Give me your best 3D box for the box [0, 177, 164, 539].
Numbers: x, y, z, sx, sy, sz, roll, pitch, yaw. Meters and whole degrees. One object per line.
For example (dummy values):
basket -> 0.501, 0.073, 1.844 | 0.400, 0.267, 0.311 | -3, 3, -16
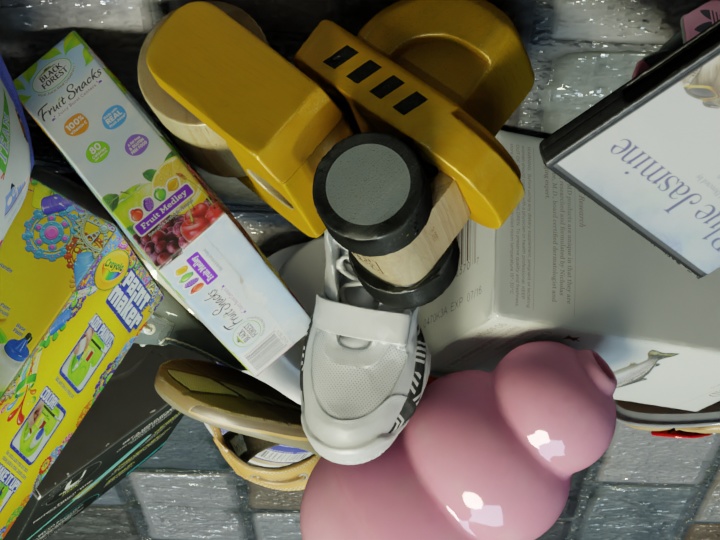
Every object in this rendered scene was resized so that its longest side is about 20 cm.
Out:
box -> -0.250, 0.026, 1.485 | 0.200, 0.193, 0.122 | 30, 169, 18

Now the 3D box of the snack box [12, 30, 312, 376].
snack box -> -0.106, -0.033, 1.500 | 0.053, 0.142, 0.200 | -41, 158, -3

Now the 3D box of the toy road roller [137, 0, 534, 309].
toy road roller -> 0.000, -0.088, 1.402 | 0.200, 0.146, 0.123 | 36, 172, 20

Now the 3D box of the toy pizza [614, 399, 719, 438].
toy pizza -> 0.270, 0.088, 1.851 | 0.200, 0.032, 0.200 | -10, -172, 1

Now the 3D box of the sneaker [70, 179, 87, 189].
sneaker -> -0.223, -0.006, 1.668 | 0.199, 0.088, 0.075 | -2, 159, 5

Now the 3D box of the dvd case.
dvd case -> 0.206, -0.079, 1.341 | 0.200, 0.018, 0.143 | -34, 137, 25

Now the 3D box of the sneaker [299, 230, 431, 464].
sneaker -> 0.000, 0.000, 1.504 | 0.075, 0.200, 0.115 | 8, 158, 18

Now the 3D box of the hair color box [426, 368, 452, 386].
hair color box -> 0.074, 0.082, 1.708 | 0.101, 0.061, 0.200 | 17, -169, 5

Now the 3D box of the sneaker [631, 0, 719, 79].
sneaker -> 0.169, -0.088, 1.418 | 0.082, 0.070, 0.200 | 1, 154, -17

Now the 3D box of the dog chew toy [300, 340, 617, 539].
dog chew toy -> 0.062, 0.115, 1.550 | 0.200, 0.125, 0.124 | -39, 147, 14

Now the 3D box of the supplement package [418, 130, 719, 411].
supplement package -> 0.143, 0.004, 1.615 | 0.199, 0.118, 0.117 | 9, 159, -22

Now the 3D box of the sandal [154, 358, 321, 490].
sandal -> -0.047, 0.106, 1.639 | 0.200, 0.054, 0.080 | 25, -174, -47

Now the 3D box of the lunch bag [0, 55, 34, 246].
lunch bag -> -0.242, -0.047, 1.318 | 0.124, 0.170, 0.200 | -4, 134, 25

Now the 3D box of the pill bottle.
pill bottle -> -0.033, 0.049, 1.761 | 0.119, 0.120, 0.200 | 7, 160, -14

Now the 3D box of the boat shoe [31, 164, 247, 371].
boat shoe -> -0.139, 0.011, 1.625 | 0.200, 0.073, 0.062 | 34, 109, -29

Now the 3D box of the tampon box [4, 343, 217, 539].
tampon box -> -0.203, 0.083, 1.774 | 0.150, 0.126, 0.200 | -37, 174, -23
